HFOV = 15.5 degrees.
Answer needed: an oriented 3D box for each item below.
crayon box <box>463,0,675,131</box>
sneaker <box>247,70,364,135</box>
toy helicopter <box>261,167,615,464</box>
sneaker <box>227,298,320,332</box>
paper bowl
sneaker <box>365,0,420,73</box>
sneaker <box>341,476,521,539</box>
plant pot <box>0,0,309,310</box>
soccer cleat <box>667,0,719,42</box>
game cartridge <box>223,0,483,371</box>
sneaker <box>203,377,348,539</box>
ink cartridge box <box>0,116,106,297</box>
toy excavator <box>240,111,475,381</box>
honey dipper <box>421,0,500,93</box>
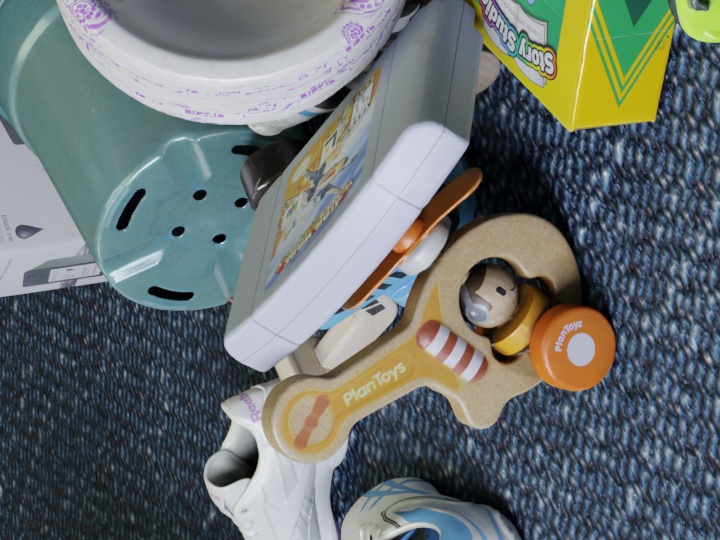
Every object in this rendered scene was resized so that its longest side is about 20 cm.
[{"bbox_3d":[0.095,-0.196,1.361,0.200,0.058,0.173,52,144,46],"label":"crayon box"},{"bbox_3d":[-0.060,-0.171,1.532,0.087,0.075,0.201,-33,58,48],"label":"sneaker"},{"bbox_3d":[0.030,0.032,1.411,0.079,0.200,0.133,15,132,63],"label":"toy helicopter"},{"bbox_3d":[-0.078,0.004,1.791,0.200,0.079,0.096,15,124,64],"label":"sneaker"},{"bbox_3d":[-0.069,-0.176,1.425,0.104,0.200,0.201,86,167,-72],"label":"paper bowl"},{"bbox_3d":[-0.039,-0.173,1.628,0.201,0.075,0.116,55,143,38],"label":"sneaker"},{"bbox_3d":[0.029,0.168,1.616,0.200,0.072,0.072,-2,99,66],"label":"sneaker"},{"bbox_3d":[-0.121,-0.093,1.668,0.196,0.200,0.201,-118,31,-41],"label":"plant pot"},{"bbox_3d":[0.172,-0.204,1.205,0.081,0.067,0.201,-110,22,-62],"label":"soccer cleat"},{"bbox_3d":[-0.006,-0.041,1.398,0.200,0.041,0.133,-48,16,36],"label":"game cartridge"},{"bbox_3d":[-0.063,0.155,1.771,0.075,0.099,0.201,42,136,50],"label":"sneaker"},{"bbox_3d":[-0.239,-0.065,1.941,0.084,0.199,0.146,-50,55,55],"label":"ink cartridge box"},{"bbox_3d":[0.000,0.000,1.594,0.194,0.200,0.100,-33,59,14],"label":"toy excavator"},{"bbox_3d":[0.030,-0.184,1.536,0.038,0.038,0.200,111,145,-47],"label":"honey dipper"}]
